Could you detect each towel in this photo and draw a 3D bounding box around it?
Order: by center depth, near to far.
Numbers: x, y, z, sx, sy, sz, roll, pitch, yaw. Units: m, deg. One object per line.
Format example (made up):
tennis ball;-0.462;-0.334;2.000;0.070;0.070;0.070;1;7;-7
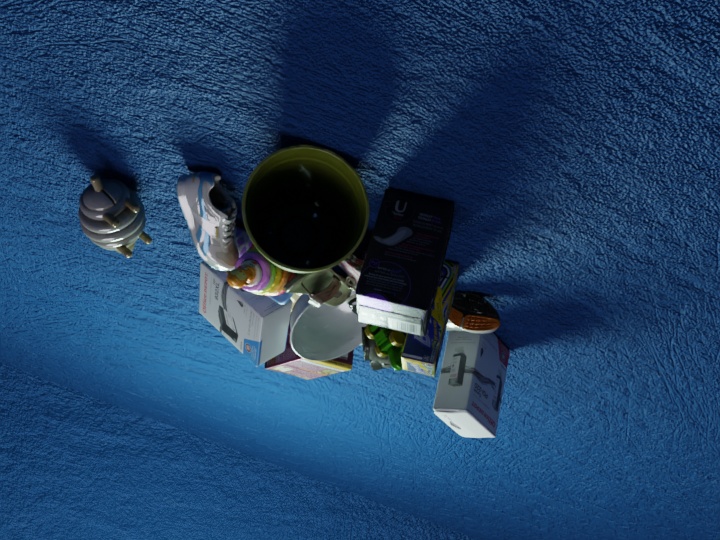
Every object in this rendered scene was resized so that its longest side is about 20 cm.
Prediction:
towel;0.000;0.000;1.562;0.200;0.030;0.146;37;172;36

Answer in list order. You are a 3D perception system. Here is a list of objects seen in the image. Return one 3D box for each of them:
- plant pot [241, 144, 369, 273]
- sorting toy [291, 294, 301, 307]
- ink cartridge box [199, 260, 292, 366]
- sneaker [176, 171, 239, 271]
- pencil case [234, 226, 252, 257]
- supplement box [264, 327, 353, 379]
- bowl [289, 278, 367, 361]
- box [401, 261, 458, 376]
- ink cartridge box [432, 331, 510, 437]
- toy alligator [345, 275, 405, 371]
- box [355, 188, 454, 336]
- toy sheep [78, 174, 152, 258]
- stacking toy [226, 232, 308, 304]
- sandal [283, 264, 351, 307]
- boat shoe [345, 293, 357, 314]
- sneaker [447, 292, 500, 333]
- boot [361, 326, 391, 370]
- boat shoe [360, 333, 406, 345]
plant pot;-0.098;-0.077;1.398;0.198;0.203;0.193;19;166;-4
sorting toy;-0.146;0.046;1.836;0.183;0.037;0.200;1;154;32
ink cartridge box;-0.240;0.074;1.737;0.199;0.083;0.146;38;137;28
sneaker;-0.261;-0.084;1.534;0.080;0.077;0.202;-5;124;25
pencil case;-0.196;-0.042;1.641;0.198;0.087;0.084;13;-169;9
supplement box;-0.118;0.183;1.980;0.130;0.105;0.199;18;157;-32
bowl;-0.066;0.084;1.742;0.199;0.091;0.203;-17;136;-18
box;0.127;0.084;1.535;0.063;0.202;0.070;11;156;10
ink cartridge box;0.232;0.227;1.754;0.084;0.202;0.146;-4;148;36
toy alligator;0.039;0.092;1.576;0.054;0.201;0.059;-13;158;-44
box;0.073;-0.013;1.378;0.121;0.202;0.106;13;155;8
toy sheep;-0.476;-0.107;1.628;0.136;0.139;0.201;12;139;12
stacking toy;-0.185;0.002;1.497;0.115;0.110;0.200;34;-165;11
sandal;-0.066;0.037;1.559;0.080;0.058;0.200;-39;153;17
boat shoe;0.046;0.090;1.684;0.074;0.067;0.199;-23;156;26
sneaker;0.188;0.088;1.672;0.198;0.076;0.092;12;163;29
boot;0.075;0.155;1.749;0.129;0.069;0.200;-8;160;8
boat shoe;0.030;0.115;1.820;0.197;0.075;0.093;4;149;6
